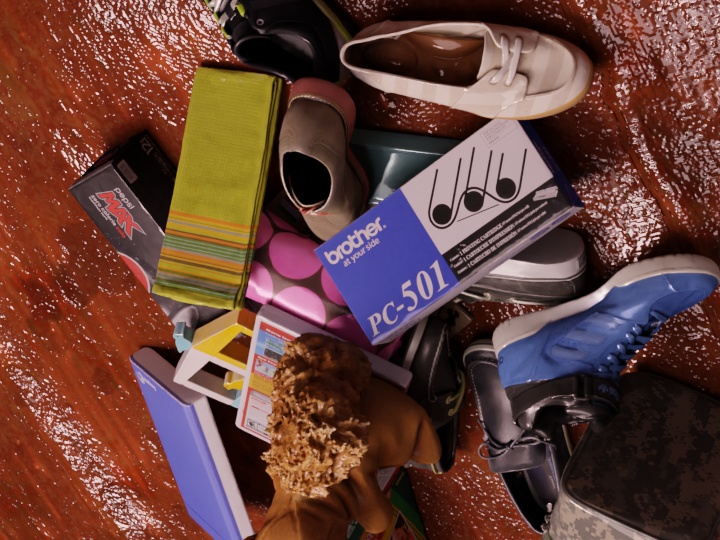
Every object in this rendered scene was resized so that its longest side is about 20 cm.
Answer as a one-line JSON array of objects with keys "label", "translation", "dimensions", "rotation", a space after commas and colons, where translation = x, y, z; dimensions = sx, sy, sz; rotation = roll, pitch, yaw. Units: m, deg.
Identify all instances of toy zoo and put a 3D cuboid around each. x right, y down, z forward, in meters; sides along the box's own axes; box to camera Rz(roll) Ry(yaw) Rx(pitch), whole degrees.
[{"label": "toy zoo", "translation": [-0.082, 0.094, 1.614], "dimensions": [0.199, 0.021, 0.131], "rotation": [26, 142, -21]}]

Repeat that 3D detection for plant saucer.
[{"label": "plant saucer", "translation": [0.026, -0.082, 1.474], "dimensions": [0.199, 0.019, 0.070], "rotation": [9, 125, 23]}]

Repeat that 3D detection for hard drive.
[{"label": "hard drive", "translation": [-0.163, 0.185, 1.742], "dimensions": [0.132, 0.025, 0.201], "rotation": [31, 144, 52]}]

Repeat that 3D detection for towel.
[{"label": "towel", "translation": [-0.122, -0.070, 1.488], "dimensions": [0.086, 0.018, 0.201], "rotation": [9, 88, 22]}]

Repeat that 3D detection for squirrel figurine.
[{"label": "squirrel figurine", "translation": [-0.039, 0.162, 1.443], "dimensions": [0.141, 0.187, 0.201], "rotation": [12, 143, 23]}]

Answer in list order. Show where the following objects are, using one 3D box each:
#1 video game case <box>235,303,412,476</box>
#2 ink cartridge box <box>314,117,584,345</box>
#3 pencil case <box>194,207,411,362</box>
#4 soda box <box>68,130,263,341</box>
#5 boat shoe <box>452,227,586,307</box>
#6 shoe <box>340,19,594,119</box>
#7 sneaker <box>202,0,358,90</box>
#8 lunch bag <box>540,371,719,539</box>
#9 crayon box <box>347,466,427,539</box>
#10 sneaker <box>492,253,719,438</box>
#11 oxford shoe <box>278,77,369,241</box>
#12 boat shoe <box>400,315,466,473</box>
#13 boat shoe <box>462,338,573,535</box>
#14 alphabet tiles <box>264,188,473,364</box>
[{"label": "video game case", "translation": [-0.037, 0.116, 1.566], "dimensions": [0.142, 0.017, 0.200], "rotation": [25, 146, 6]}, {"label": "ink cartridge box", "translation": [0.069, -0.033, 1.402], "dimensions": [0.200, 0.044, 0.094], "rotation": [-36, 79, 18]}, {"label": "pencil case", "translation": [-0.043, 0.007, 1.534], "dimensions": [0.199, 0.094, 0.091], "rotation": [31, 89, 6]}, {"label": "soda box", "translation": [-0.172, -0.023, 1.606], "dimensions": [0.071, 0.063, 0.200], "rotation": [-24, 109, 40]}, {"label": "boat shoe", "translation": [0.090, -0.002, 1.467], "dimensions": [0.199, 0.071, 0.064], "rotation": [8, 128, 21]}, {"label": "shoe", "translation": [0.078, -0.155, 1.346], "dimensions": [0.199, 0.053, 0.070], "rotation": [7, 90, 20]}, {"label": "sneaker", "translation": [-0.085, -0.211, 1.400], "dimensions": [0.200, 0.083, 0.072], "rotation": [36, 133, 1]}, {"label": "lunch bag", "translation": [0.230, 0.211, 1.461], "dimensions": [0.139, 0.200, 0.168], "rotation": [20, 130, 15]}, {"label": "crayon box", "translation": [0.003, 0.312, 1.665], "dimensions": [0.058, 0.200, 0.173], "rotation": [0, 124, 29]}, {"label": "sneaker", "translation": [0.203, 0.068, 1.401], "dimensions": [0.199, 0.112, 0.077], "rotation": [-22, 148, 22]}, {"label": "oxford shoe", "translation": [-0.039, -0.071, 1.429], "dimensions": [0.070, 0.075, 0.200], "rotation": [12, 151, 15]}, {"label": "boat shoe", "translation": [0.065, 0.110, 1.562], "dimensions": [0.060, 0.072, 0.202], "rotation": [19, 142, 10]}, {"label": "boat shoe", "translation": [0.143, 0.150, 1.558], "dimensions": [0.074, 0.062, 0.201], "rotation": [-8, 118, 36]}, {"label": "alphabet tiles", "translation": [0.000, 0.000, 1.564], "dimensions": [0.200, 0.008, 0.167], "rotation": [42, 133, -6]}]
